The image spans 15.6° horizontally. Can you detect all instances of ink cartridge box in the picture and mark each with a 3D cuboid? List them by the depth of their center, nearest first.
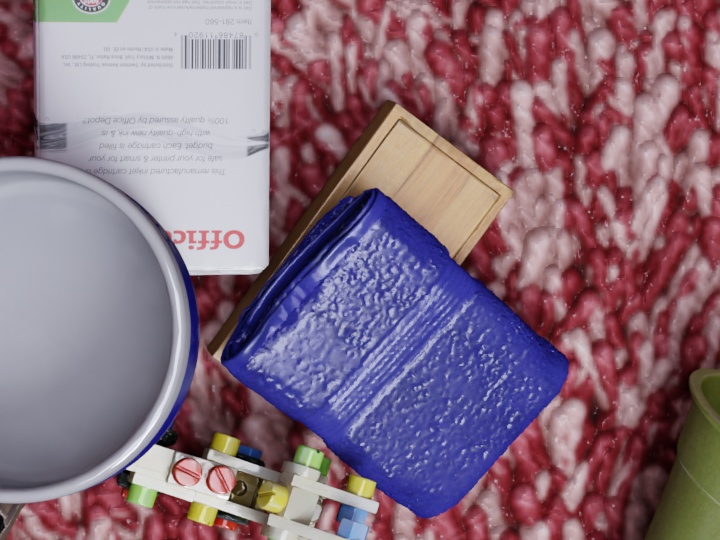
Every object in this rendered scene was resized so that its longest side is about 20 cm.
[{"bbox_3d":[-0.131,-0.101,1.632,0.146,0.084,0.201,0,99,-9],"label":"ink cartridge box"}]

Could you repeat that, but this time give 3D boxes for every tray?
[{"bbox_3d":[0.000,0.000,1.694,0.099,0.037,0.200,36,92,-12],"label":"tray"}]

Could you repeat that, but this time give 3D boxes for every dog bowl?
[{"bbox_3d":[-0.196,0.036,1.546,0.199,0.079,0.201,0,88,5],"label":"dog bowl"}]

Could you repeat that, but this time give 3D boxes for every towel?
[{"bbox_3d":[0.022,0.053,1.666,0.148,0.050,0.200,-47,118,5],"label":"towel"}]

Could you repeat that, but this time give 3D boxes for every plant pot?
[{"bbox_3d":[0.255,0.196,1.703,0.200,0.200,0.190,25,106,-12],"label":"plant pot"}]

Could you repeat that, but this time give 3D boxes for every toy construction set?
[{"bbox_3d":[-0.090,0.125,1.645,0.200,0.131,0.092,34,82,-10],"label":"toy construction set"}]

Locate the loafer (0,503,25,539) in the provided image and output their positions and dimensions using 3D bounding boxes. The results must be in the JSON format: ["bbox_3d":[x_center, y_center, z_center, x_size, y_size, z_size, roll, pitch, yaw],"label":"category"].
[{"bbox_3d":[-0.233,0.127,1.653,0.073,0.071,0.201,15,95,-11],"label":"loafer"}]
